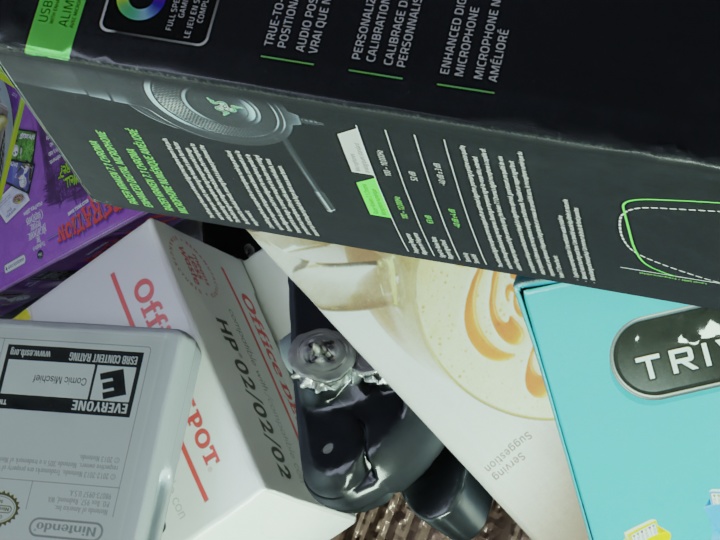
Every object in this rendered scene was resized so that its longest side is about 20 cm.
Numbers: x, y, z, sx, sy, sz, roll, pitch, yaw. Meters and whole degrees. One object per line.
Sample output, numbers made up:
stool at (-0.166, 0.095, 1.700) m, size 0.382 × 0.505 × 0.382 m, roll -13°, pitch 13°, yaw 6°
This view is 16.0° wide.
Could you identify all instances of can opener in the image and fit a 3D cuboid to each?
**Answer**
can opener at (0.000, 0.000, 0.877) m, size 0.063 × 0.079 × 0.201 m, roll -17°, pitch 52°, yaw 9°

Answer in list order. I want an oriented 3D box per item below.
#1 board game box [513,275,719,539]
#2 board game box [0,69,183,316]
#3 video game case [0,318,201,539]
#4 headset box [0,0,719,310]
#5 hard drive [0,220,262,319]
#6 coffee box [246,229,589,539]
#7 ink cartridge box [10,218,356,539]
board game box at (0.137, 0.072, 0.625) m, size 0.150 × 0.047 × 0.201 m, roll -13°, pitch 105°, yaw 14°
board game box at (-0.131, -0.053, 0.987) m, size 0.200 × 0.032 × 0.121 m, roll -23°, pitch 71°, yaw 51°
video game case at (-0.162, 0.101, 0.854) m, size 0.199 × 0.022 × 0.183 m, roll 3°, pitch 67°, yaw 21°
headset box at (0.029, -0.096, 0.572) m, size 0.199 × 0.093 × 0.175 m, roll 11°, pitch 72°, yaw 14°
hard drive at (-0.090, 0.068, 0.991) m, size 0.139 × 0.038 × 0.202 m, roll -20°, pitch 66°, yaw 42°
coffee box at (0.059, -0.010, 0.685) m, size 0.114 × 0.080 × 0.200 m, roll -42°, pitch 94°, yaw 21°
ink cartridge box at (-0.081, 0.065, 0.904) m, size 0.199 × 0.068 × 0.116 m, roll -35°, pitch 62°, yaw 17°
